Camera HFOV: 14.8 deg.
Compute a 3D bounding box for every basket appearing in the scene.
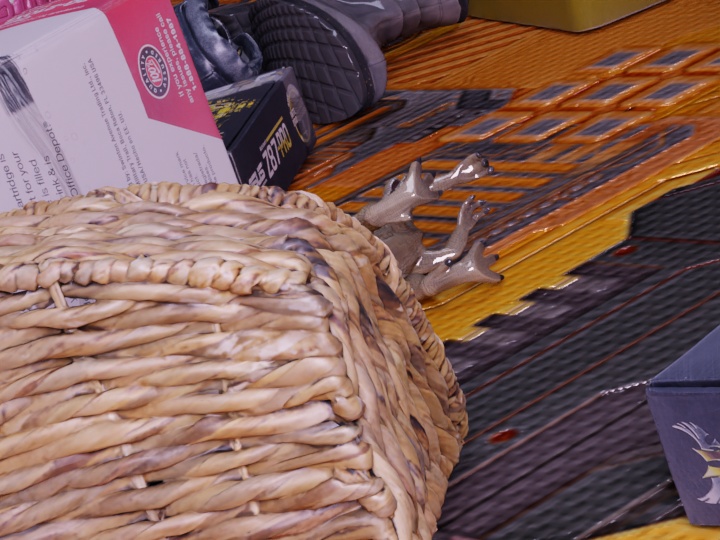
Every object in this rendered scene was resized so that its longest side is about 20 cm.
[{"bbox_3d":[-0.081,0.040,0.864,0.200,0.143,0.149,-15,17,14],"label":"basket"}]

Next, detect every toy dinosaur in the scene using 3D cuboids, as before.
[{"bbox_3d":[0.000,0.000,1.108,0.101,0.058,0.200,-27,1,32],"label":"toy dinosaur"}]

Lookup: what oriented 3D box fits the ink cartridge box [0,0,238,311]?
[{"bbox_3d":[-0.140,-0.015,1.116,0.084,0.145,0.200,-10,18,35],"label":"ink cartridge box"}]

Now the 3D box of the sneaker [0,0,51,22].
[{"bbox_3d":[-0.215,-0.161,1.847,0.087,0.074,0.200,-9,13,30],"label":"sneaker"}]

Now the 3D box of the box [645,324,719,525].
[{"bbox_3d":[0.203,0.009,0.811,0.158,0.051,0.200,-5,21,45],"label":"box"}]

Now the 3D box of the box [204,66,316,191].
[{"bbox_3d":[-0.131,-0.033,1.353,0.200,0.049,0.161,-16,13,15],"label":"box"}]

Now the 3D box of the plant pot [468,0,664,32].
[{"bbox_3d":[0.142,-0.256,1.555,0.200,0.176,0.200,-24,16,-16],"label":"plant pot"}]

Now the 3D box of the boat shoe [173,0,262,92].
[{"bbox_3d":[-0.102,-0.116,1.526,0.091,0.071,0.200,-39,21,8],"label":"boat shoe"}]

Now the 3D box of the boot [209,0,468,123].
[{"bbox_3d":[0.004,-0.137,1.524,0.132,0.070,0.200,-19,19,-19],"label":"boot"}]
